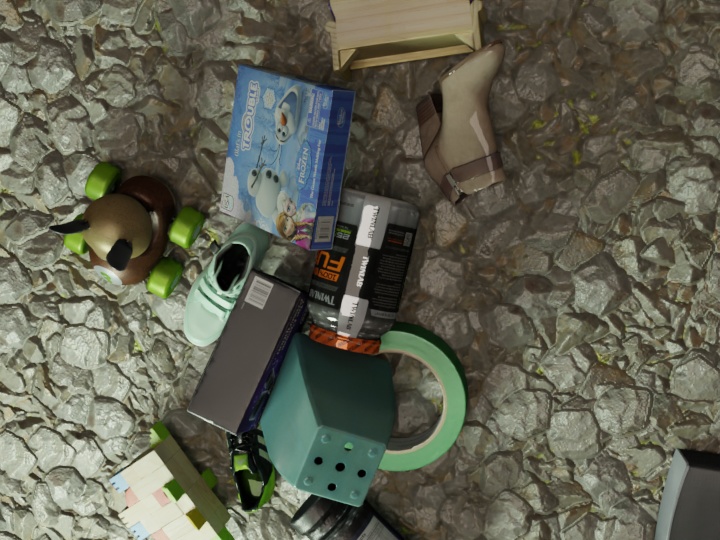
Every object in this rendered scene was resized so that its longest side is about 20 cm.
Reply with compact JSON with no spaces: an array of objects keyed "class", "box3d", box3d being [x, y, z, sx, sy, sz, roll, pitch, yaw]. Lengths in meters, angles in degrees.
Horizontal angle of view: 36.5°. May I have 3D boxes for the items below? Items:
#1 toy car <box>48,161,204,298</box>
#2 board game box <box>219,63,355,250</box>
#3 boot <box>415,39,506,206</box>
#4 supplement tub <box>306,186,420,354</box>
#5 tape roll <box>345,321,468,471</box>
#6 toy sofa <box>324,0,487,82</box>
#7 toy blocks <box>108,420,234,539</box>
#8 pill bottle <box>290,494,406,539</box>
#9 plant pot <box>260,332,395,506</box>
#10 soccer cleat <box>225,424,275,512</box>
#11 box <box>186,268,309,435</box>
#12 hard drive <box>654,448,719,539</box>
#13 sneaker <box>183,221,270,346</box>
[{"class":"toy car","box3d":[-0.325,-0.041,1.443,0.163,0.200,0.159,27,105,3]},{"class":"board game box","box3d":[-0.099,-0.149,1.405,0.198,0.043,0.202,23,110,45]},{"class":"boot","box3d":[0.143,-0.175,1.365,0.200,0.070,0.147,-38,72,56]},{"class":"supplement tub","box3d":[0.000,0.000,1.421,0.121,0.123,0.202,13,93,6]},{"class":"tape roll","box3d":[0.049,0.174,1.506,0.198,0.048,0.202,2,102,9]},{"class":"toy sofa","box3d":[0.060,-0.304,1.379,0.198,0.083,0.099,-6,88,11]},{"class":"toy blocks","box3d":[-0.288,0.338,1.586,0.136,0.100,0.201,-33,96,26]},{"class":"pill bottle","box3d":[0.000,0.392,1.530,0.200,0.112,0.112,45,106,-2]},{"class":"plant pot","box3d":[-0.035,0.197,1.380,0.140,0.200,0.142,18,106,-14]},{"class":"soccer cleat","box3d":[-0.159,0.241,1.539,0.067,0.081,0.202,-8,101,11]},{"class":"box","box3d":[-0.140,0.107,1.449,0.078,0.141,0.201,25,89,5]},{"class":"hard drive","box3d":[0.471,0.348,1.474,0.134,0.042,0.202,8,104,8]},{"class":"sneaker","box3d":[-0.197,0.027,1.479,0.073,0.118,0.201,30,107,0]}]
